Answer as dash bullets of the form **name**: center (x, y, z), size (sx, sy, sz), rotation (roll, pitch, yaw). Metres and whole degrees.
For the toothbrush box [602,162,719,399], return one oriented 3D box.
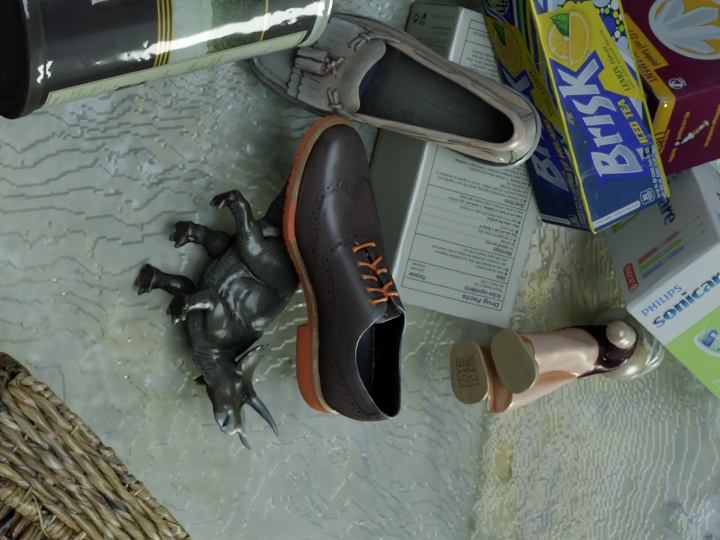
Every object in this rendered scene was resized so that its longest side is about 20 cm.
- **toothbrush box**: center (0.266, 0.023, 1.649), size (0.086, 0.146, 0.200), rotation (-37, 119, 18)

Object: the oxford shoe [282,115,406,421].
- **oxford shoe**: center (0.000, 0.000, 1.500), size (0.071, 0.072, 0.200), rotation (-21, 114, -39)

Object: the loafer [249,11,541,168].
- **loafer**: center (0.020, -0.120, 1.500), size (0.200, 0.063, 0.072), rotation (20, 93, 8)

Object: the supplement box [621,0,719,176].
- **supplement box**: center (0.251, -0.148, 1.626), size (0.200, 0.110, 0.086), rotation (-18, 145, -24)

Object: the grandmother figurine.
- **grandmother figurine**: center (0.143, 0.061, 1.623), size (0.200, 0.121, 0.061), rotation (-5, 90, -50)

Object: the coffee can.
- **coffee can**: center (-0.136, -0.185, 1.418), size (0.200, 0.146, 0.147), rotation (-17, 106, -24)

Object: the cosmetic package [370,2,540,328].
- **cosmetic package**: center (0.068, -0.071, 1.582), size (0.103, 0.073, 0.200), rotation (15, 92, -29)

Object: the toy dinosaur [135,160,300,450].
- **toy dinosaur**: center (-0.078, 0.005, 1.533), size (0.102, 0.077, 0.200), rotation (30, 79, -40)

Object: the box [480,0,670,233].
- **box**: center (0.136, -0.130, 1.532), size (0.070, 0.064, 0.200), rotation (-25, 109, -24)

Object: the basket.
- **basket**: center (-0.209, 0.165, 1.442), size (0.149, 0.143, 0.200), rotation (-46, 115, -14)
